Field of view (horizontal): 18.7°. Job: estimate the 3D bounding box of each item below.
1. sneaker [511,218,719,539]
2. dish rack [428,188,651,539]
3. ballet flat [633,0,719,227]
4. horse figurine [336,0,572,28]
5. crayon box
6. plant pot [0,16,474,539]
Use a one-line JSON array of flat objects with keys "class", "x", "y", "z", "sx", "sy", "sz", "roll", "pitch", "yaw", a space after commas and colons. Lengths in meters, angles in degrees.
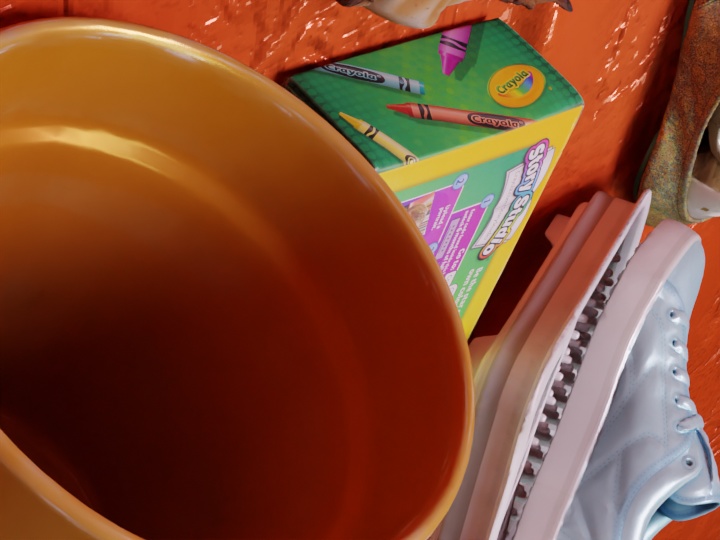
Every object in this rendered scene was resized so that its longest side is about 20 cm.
[{"class": "sneaker", "x": 0.134, "y": 0.076, "z": 1.012, "sx": 0.074, "sy": 0.082, "sz": 0.200, "roll": 70, "pitch": 42, "yaw": -73}, {"class": "dish rack", "x": 0.077, "y": 0.060, "z": 1.031, "sx": 0.200, "sy": 0.043, "sz": 0.172, "roll": -52, "pitch": 159, "yaw": -53}, {"class": "ballet flat", "x": 0.175, "y": -0.068, "z": 1.038, "sx": 0.071, "sy": 0.071, "sz": 0.200, "roll": -32, "pitch": 153, "yaw": -24}, {"class": "horse figurine", "x": 0.048, "y": -0.126, "z": 0.767, "sx": 0.200, "sy": 0.050, "sz": 0.133, "roll": -27, "pitch": 169, "yaw": -47}, {"class": "crayon box", "x": 0.000, "y": 0.000, "z": 0.894, "sx": 0.119, "sy": 0.058, "sz": 0.200, "roll": -20, "pitch": 146, "yaw": -40}, {"class": "plant pot", "x": -0.096, "y": 0.053, "z": 0.705, "sx": 0.200, "sy": 0.200, "sz": 0.183, "roll": -14, "pitch": 157, "yaw": -46}]
